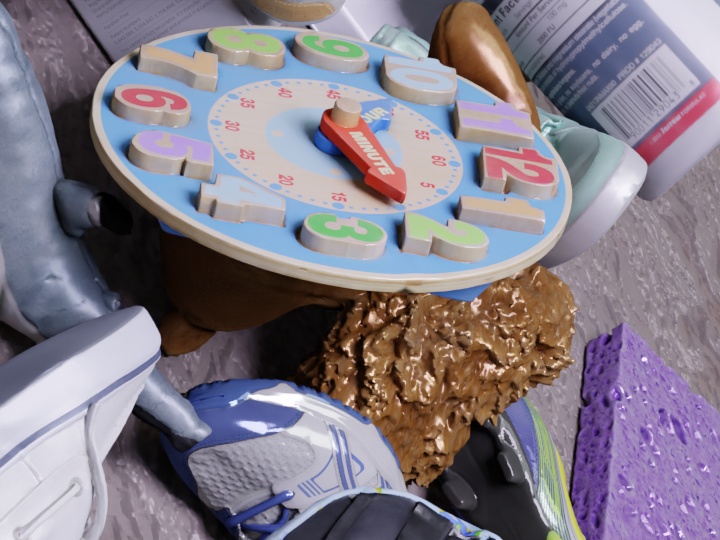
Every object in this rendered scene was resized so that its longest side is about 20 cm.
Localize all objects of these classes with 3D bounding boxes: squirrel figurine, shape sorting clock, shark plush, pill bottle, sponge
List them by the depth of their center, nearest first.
[{"bbox_3d":[-0.128,-0.012,0.970,0.091,0.083,0.200,-21,84,-58],"label":"shark plush"},{"bbox_3d":[-0.010,-0.052,0.996,0.200,0.039,0.200,14,30,-8],"label":"shape sorting clock"},{"bbox_3d":[0.000,0.000,1.100,0.187,0.142,0.200,-21,81,-52],"label":"squirrel figurine"},{"bbox_3d":[0.121,-0.145,1.224,0.200,0.120,0.120,48,32,4],"label":"pill bottle"},{"bbox_3d":[0.159,0.133,1.316,0.112,0.030,0.200,43,36,-27],"label":"sponge"}]

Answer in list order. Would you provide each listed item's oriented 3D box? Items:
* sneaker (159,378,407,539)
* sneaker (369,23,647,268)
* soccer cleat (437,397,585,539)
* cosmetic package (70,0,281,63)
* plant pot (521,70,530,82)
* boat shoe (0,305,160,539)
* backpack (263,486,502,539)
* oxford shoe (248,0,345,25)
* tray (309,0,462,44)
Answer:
[{"bbox_3d":[-0.008,0.124,1.044,0.200,0.075,0.088,40,38,-30],"label":"sneaker"},{"bbox_3d":[0.051,-0.066,1.201,0.118,0.200,0.074,42,78,-24],"label":"sneaker"},{"bbox_3d":[0.094,0.143,1.187,0.084,0.065,0.200,-11,76,-64],"label":"soccer cleat"},{"bbox_3d":[-0.107,-0.192,1.140,0.200,0.081,0.113,55,34,-11],"label":"cosmetic package"},{"bbox_3d":[0.064,-0.237,1.349,0.200,0.187,0.187,34,39,-17],"label":"plant pot"},{"bbox_3d":[-0.128,0.092,0.896,0.202,0.075,0.086,-44,112,-49],"label":"boat shoe"},{"bbox_3d":[-0.015,0.174,0.895,0.163,0.154,0.200,32,77,5],"label":"backpack"},{"bbox_3d":[-0.027,-0.180,1.124,0.200,0.075,0.058,-85,180,-50],"label":"oxford shoe"},{"bbox_3d":[-0.010,-0.193,1.278,0.200,0.107,0.022,53,0,-14],"label":"tray"}]
